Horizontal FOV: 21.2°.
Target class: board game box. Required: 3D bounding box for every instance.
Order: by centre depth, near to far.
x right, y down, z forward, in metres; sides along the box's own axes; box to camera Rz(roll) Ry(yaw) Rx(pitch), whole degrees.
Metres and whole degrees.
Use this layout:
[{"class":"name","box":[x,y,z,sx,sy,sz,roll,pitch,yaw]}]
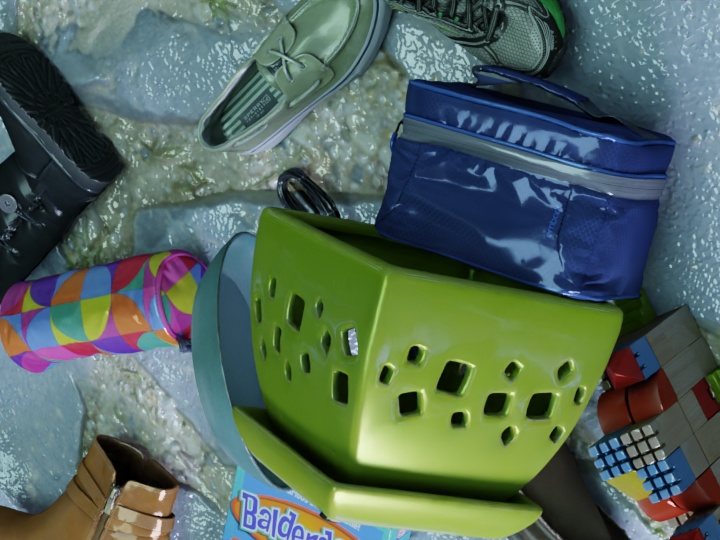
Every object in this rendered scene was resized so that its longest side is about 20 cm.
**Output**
[{"class":"board game box","box":[-0.047,0.258,1.597,0.152,0.045,0.201,24,116,25]}]

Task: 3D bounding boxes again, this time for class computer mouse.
[{"class":"computer mouse","box":[0.000,0.000,1.497,0.200,0.034,0.059,57,142,11]}]

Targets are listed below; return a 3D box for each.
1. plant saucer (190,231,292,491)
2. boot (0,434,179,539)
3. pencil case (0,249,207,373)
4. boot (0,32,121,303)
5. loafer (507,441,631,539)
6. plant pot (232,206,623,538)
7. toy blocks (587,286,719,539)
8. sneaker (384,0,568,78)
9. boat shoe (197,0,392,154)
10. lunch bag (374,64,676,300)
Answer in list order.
[{"class":"plant saucer","box":[-0.086,0.072,1.466,0.036,0.200,0.201,-11,100,15]},{"class":"boot","box":[-0.253,0.213,1.694,0.199,0.077,0.156,27,120,20]},{"class":"pencil case","box":[-0.210,0.036,1.609,0.199,0.088,0.089,-8,101,34]},{"class":"boot","box":[-0.312,-0.082,1.652,0.165,0.066,0.200,54,130,9]},{"class":"loafer","box":[0.128,0.154,1.433,0.200,0.073,0.071,42,124,14]},{"class":"plant pot","box":[0.032,0.075,1.328,0.199,0.199,0.182,29,105,59]},{"class":"toy blocks","box":[0.213,0.118,1.329,0.100,0.137,0.201,-26,90,36]},{"class":"sneaker","box":[0.058,-0.195,1.359,0.200,0.085,0.078,36,121,18]},{"class":"boat shoe","box":[-0.050,-0.152,1.455,0.072,0.062,0.200,49,124,10]},{"class":"lunch bag","box":[0.111,-0.068,1.331,0.199,0.136,0.133,19,99,24]}]
